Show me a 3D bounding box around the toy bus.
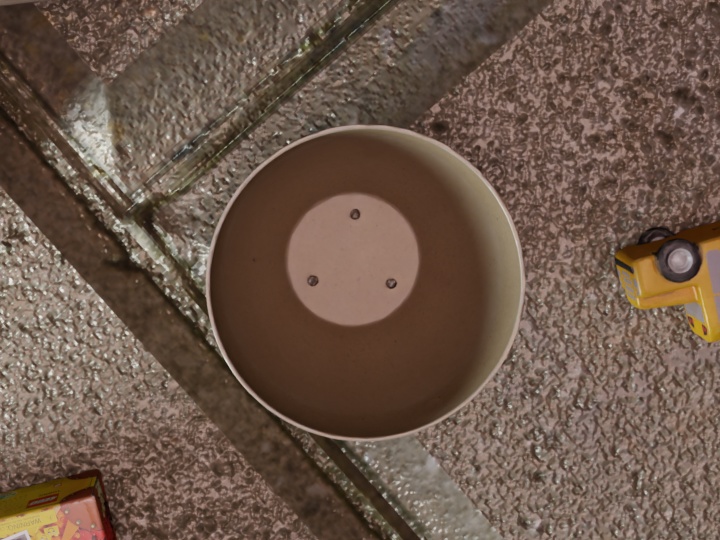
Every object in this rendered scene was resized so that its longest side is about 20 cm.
[{"bbox_3d":[0.282,-0.005,1.235,0.200,0.065,0.078,-15,100,-3],"label":"toy bus"}]

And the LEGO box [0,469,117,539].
[{"bbox_3d":[-0.257,0.237,1.220,0.200,0.077,0.149,-14,98,-2],"label":"LEGO box"}]

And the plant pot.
[{"bbox_3d":[0.000,0.000,1.179,0.200,0.134,0.201,0,98,-3],"label":"plant pot"}]

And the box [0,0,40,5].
[{"bbox_3d":[-0.207,-0.269,1.087,0.128,0.200,0.109,-8,56,-2],"label":"box"}]
